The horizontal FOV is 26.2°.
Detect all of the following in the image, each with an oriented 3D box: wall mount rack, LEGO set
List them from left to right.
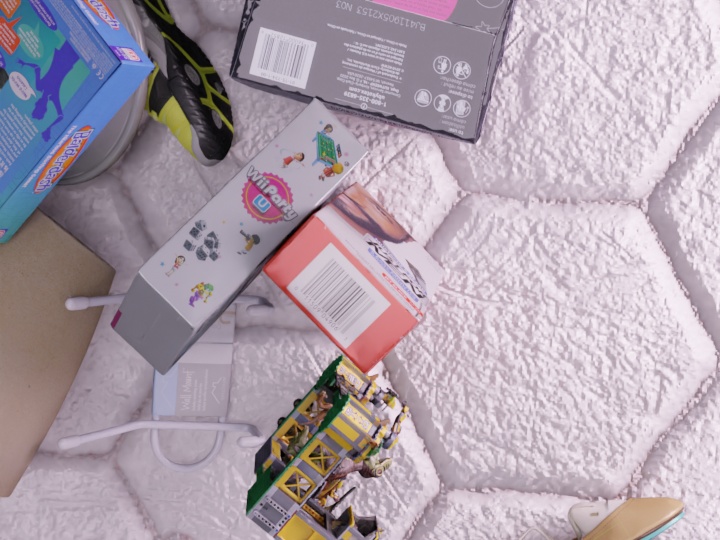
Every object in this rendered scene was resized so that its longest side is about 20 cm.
[{"bbox_3d":[-0.162,0.080,1.282,0.173,0.075,0.201,2,100,-15],"label":"wall mount rack"},{"bbox_3d":[-0.009,0.165,1.241,0.116,0.200,0.154,40,88,-9],"label":"LEGO set"}]

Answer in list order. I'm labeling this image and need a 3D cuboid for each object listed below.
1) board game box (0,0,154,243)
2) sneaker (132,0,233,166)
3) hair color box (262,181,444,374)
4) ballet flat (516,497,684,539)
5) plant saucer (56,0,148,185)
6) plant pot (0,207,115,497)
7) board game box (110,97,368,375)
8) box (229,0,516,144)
[{"bbox_3d":[-0.269,-0.142,1.189,0.200,0.045,0.152,-44,73,23],"label":"board game box"},{"bbox_3d":[-0.175,-0.167,1.269,0.076,0.075,0.200,-34,84,18],"label":"sneaker"},{"bbox_3d":[0.000,0.000,1.203,0.111,0.200,0.064,45,102,-2],"label":"hair color box"},{"bbox_3d":[0.174,0.231,1.291,0.200,0.069,0.063,-36,80,9],"label":"ballet flat"},{"bbox_3d":[-0.262,-0.166,1.245,0.199,0.050,0.201,7,103,30],"label":"plant saucer"},{"bbox_3d":[-0.300,0.048,1.270,0.187,0.187,0.200,38,86,-1],"label":"plant pot"},{"bbox_3d":[-0.096,-0.024,1.195,0.064,0.148,0.200,44,66,-1],"label":"board game box"},{"bbox_3d":[0.015,-0.188,1.216,0.199,0.115,0.133,16,102,5],"label":"box"}]
